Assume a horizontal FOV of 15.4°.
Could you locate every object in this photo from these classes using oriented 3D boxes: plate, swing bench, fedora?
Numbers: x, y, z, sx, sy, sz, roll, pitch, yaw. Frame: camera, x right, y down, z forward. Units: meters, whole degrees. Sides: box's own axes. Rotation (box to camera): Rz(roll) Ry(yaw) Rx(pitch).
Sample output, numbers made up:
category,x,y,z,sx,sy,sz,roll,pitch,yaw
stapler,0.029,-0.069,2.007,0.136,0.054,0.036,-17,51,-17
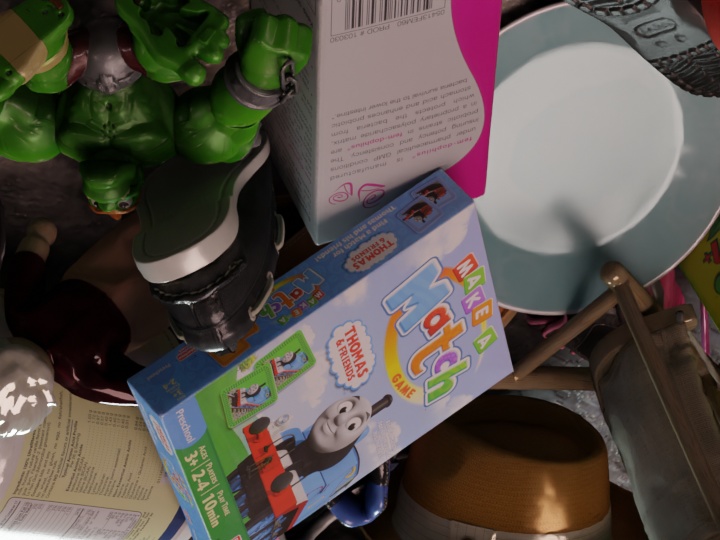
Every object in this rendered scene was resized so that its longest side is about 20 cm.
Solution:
category,x,y,z,sx,sy,sz,roll,pitch,yaw
plate,0.124,-0.068,1.530,0.200,0.026,0.200,-7,118,-14
swing bench,0.196,0.126,1.568,0.130,0.199,0.200,-39,144,28
fedora,0.093,0.131,1.680,0.200,0.201,0.082,-7,113,-25

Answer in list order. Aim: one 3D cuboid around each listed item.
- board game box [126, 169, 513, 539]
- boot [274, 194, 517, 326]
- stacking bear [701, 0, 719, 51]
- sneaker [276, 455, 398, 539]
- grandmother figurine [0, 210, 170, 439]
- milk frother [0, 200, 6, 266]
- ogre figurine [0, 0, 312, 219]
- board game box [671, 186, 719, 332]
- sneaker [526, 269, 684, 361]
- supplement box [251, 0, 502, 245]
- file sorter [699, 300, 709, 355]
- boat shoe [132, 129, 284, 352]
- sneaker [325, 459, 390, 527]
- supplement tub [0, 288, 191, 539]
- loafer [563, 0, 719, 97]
category,x,y,z,sx,sy,sz,roll,pitch,yaw
board game box,-0.016,0.055,1.411,0.200,0.037,0.151,-35,142,-15
boot,0.000,0.000,1.537,0.200,0.074,0.155,-29,140,-3
stacking bear,0.184,-0.185,1.338,0.114,0.122,0.200,-6,129,39
sneaker,0.010,0.104,1.656,0.200,0.082,0.070,-44,139,20
grandmother figurine,-0.138,0.027,1.387,0.200,0.121,0.061,-38,160,-46
milk frother,-0.297,-0.045,1.205,0.200,0.181,0.188,-34,146,-1
ogre figurine,-0.122,-0.091,1.323,0.200,0.098,0.120,-16,153,-2
board game box,0.244,-0.013,1.563,0.102,0.200,0.048,-44,140,21
sneaker,0.155,0.032,1.686,0.095,0.079,0.200,-3,149,12
supplement box,0.006,-0.123,1.366,0.101,0.103,0.200,-16,141,-16
file sorter,0.315,0.058,1.663,0.139,0.200,0.126,-16,120,-17
boat shoe,-0.076,-0.018,1.371,0.076,0.200,0.060,-19,109,15
sneaker,-0.020,0.074,1.503,0.075,0.079,0.200,-23,141,8
supplement tub,-0.188,0.083,1.454,0.200,0.145,0.145,11,129,-40
loafer,0.152,-0.170,1.441,0.073,0.071,0.200,-9,145,37
